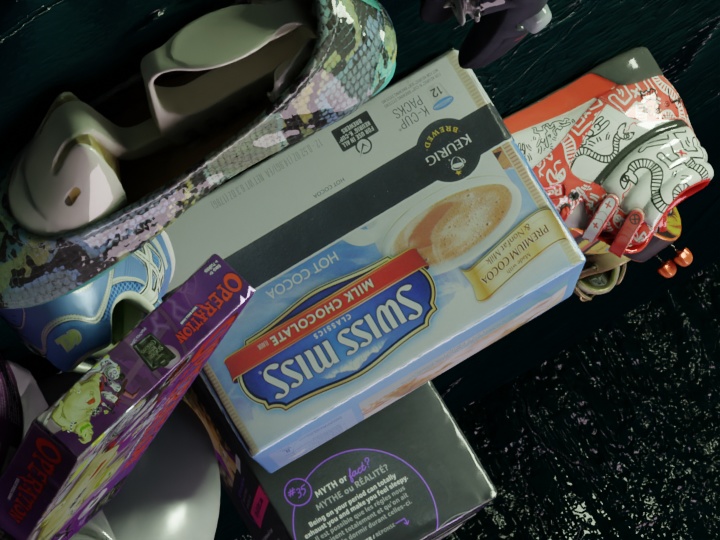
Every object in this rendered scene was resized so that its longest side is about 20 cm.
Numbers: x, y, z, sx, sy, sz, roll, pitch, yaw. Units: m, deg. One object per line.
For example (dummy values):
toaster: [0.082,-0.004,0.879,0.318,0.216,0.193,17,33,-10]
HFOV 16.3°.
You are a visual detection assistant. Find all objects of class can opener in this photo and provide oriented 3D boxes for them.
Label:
can opener: [0.056,-0.120,1.049,0.079,0.063,0.200,-30,171,-11]

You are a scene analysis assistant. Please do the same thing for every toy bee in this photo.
toy bee: [0.197,-0.044,1.845,0.200,0.109,0.131,-26,169,-28]

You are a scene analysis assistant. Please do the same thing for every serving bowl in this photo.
serving bowl: [-0.179,0.139,1.424,0.200,0.200,0.066,-33,139,13]

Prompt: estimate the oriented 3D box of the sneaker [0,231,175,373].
sneaker: [-0.125,0.012,1.139,0.076,0.077,0.200,-34,173,11]

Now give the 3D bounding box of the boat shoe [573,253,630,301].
boat shoe: [0.194,-0.008,2.173,0.074,0.066,0.200,-30,172,-7]

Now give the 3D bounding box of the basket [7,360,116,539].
basket: [-0.235,0.136,1.286,0.123,0.136,0.200,-31,171,21]

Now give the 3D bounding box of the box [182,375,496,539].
box: [-0.028,0.084,1.472,0.122,0.200,0.106,-28,171,-15]

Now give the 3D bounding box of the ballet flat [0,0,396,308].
ballet flat: [-0.082,-0.057,0.978,0.200,0.074,0.074,-34,171,8]

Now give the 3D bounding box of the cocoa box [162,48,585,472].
cocoa box: [0.000,0.000,1.318,0.200,0.131,0.133,-30,172,-2]

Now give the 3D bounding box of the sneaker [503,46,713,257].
sneaker: [0.118,-0.045,1.548,0.201,0.108,0.067,-30,172,-5]

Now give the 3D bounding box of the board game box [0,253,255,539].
board game box: [-0.121,0.082,1.088,0.120,0.032,0.200,-50,178,-37]

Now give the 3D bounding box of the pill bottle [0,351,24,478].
pill bottle: [-0.202,0.063,1.051,0.112,0.112,0.200,-31,172,-1]
